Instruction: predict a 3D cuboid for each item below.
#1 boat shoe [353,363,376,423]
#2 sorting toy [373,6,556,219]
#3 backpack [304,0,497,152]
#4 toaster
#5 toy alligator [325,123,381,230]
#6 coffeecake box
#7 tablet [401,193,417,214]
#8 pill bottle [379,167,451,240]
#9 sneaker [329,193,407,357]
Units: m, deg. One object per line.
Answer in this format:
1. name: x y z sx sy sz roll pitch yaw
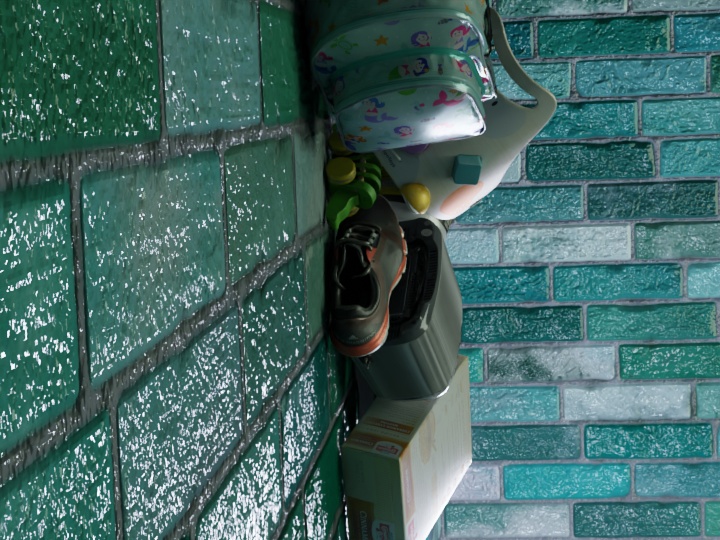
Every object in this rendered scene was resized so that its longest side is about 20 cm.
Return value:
1. boat shoe: 0.028 0.120 1.752 0.066 0.071 0.203 -86 175 -80
2. sorting toy: 0.098 -0.169 1.511 0.201 0.179 0.107 54 24 -5
3. backpack: 0.036 -0.203 1.362 0.200 0.175 0.152 68 16 -64
4. toaster: 0.046 0.052 1.600 0.130 0.112 0.202 62 27 -45
5. toy alligator: -0.004 -0.120 1.535 0.060 0.054 0.202 83 7 -47
6. coffeecake box: 0.055 0.205 1.660 0.200 0.072 0.155 -50 143 -50
7. tablet: 0.066 -0.179 1.774 0.130 0.014 0.202 -27 96 -40
8. pill bottle: 0.073 -0.126 1.846 0.113 0.111 0.202 78 25 -62
9. sneaker: 0.005 -0.013 1.505 0.082 0.076 0.202 77 12 -51
